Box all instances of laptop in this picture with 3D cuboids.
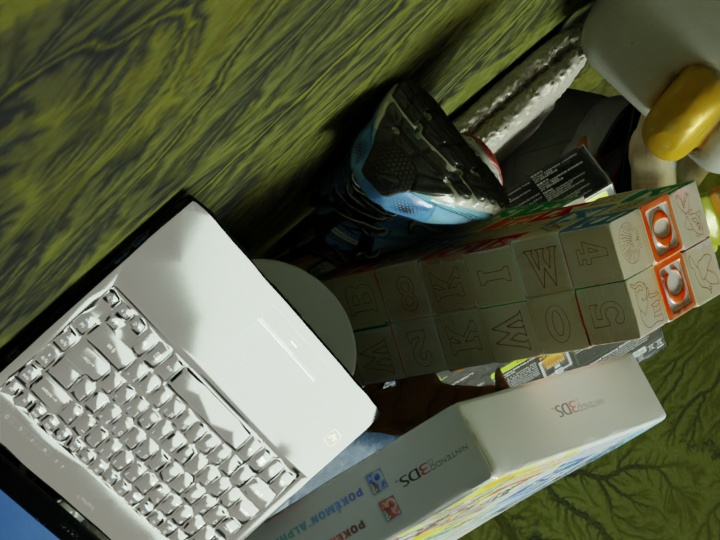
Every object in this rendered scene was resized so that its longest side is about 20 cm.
[{"bbox_3d":[-0.079,0.106,0.900,0.200,0.103,0.177,-42,137,-3],"label":"laptop"}]

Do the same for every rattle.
[{"bbox_3d":[0.258,-0.077,1.437,0.142,0.131,0.200,-17,-173,33],"label":"rattle"}]

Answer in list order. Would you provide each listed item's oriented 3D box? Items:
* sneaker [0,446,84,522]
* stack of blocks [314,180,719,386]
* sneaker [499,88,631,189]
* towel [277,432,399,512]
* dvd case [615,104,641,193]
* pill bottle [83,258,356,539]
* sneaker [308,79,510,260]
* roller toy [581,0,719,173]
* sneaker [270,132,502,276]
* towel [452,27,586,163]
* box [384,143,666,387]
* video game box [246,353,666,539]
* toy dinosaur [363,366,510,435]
[{"bbox_3d":[-0.175,0.123,0.946,0.089,0.079,0.200,-48,173,34],"label":"sneaker"},{"bbox_3d":[0.080,0.005,1.116,0.199,0.059,0.115,-11,-171,40],"label":"stack of blocks"},{"bbox_3d":[0.107,-0.060,1.489,0.200,0.092,0.076,-40,138,-38],"label":"sneaker"},{"bbox_3d":[-0.055,0.132,1.368,0.049,0.199,0.112,32,-68,62],"label":"towel"},{"bbox_3d":[0.207,-0.118,1.507,0.143,0.017,0.201,-28,129,-69],"label":"dvd case"},{"bbox_3d":[-0.076,0.073,1.079,0.111,0.112,0.200,-38,174,-34],"label":"pill bottle"},{"bbox_3d":[0.019,-0.035,1.096,0.090,0.078,0.200,-39,175,5],"label":"sneaker"},{"bbox_3d":[0.234,-0.153,1.294,0.183,0.140,0.200,-49,172,21],"label":"roller toy"},{"bbox_3d":[0.000,0.000,1.244,0.200,0.078,0.082,-42,174,7],"label":"sneaker"},{"bbox_3d":[0.059,-0.067,1.372,0.200,0.035,0.133,-40,176,-17],"label":"towel"},{"bbox_3d":[0.089,0.036,1.424,0.199,0.048,0.193,-31,139,-2],"label":"box"},{"bbox_3d":[0.038,0.112,1.117,0.182,0.047,0.200,-31,169,29],"label":"video game box"},{"bbox_3d":[0.041,0.071,1.181,0.199,0.061,0.106,-10,-171,46],"label":"toy dinosaur"}]
